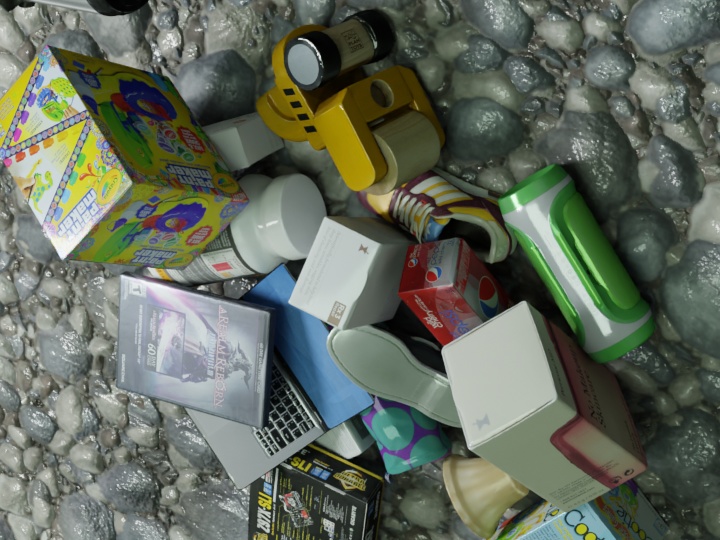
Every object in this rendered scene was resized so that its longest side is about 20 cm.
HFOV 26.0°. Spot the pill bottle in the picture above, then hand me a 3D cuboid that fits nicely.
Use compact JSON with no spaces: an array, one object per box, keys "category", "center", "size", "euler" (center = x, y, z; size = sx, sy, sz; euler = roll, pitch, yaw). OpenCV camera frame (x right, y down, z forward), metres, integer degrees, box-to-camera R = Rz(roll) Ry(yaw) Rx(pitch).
[{"category":"pill bottle","center":[-0.144,-0.047,1.777],"size":[0.199,0.116,0.117],"euler":[-9,107,32]}]

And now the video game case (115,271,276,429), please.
[{"category":"video game case","center":[-0.191,0.090,1.783],"size":[0.199,0.019,0.144],"euler":[14,110,23]}]

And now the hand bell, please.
[{"category":"hand bell","center":[0.202,0.209,1.738],"size":[0.199,0.104,0.104],"euler":[-31,95,21]}]

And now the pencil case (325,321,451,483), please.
[{"category":"pencil case","center":[0.024,0.137,1.786],"size":[0.201,0.085,0.092],"euler":[62,168,-7]}]

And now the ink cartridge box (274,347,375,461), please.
[{"category":"ink cartridge box","center":[-0.089,0.168,1.894],"size":[0.200,0.057,0.163],"euler":[-27,97,49]}]

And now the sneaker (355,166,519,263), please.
[{"category":"sneaker","center":[0.075,-0.062,1.667],"size":[0.199,0.090,0.075],"euler":[16,118,21]}]

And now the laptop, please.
[{"category":"laptop","center":[-0.113,0.124,1.770],"size":[0.199,0.116,0.188],"euler":[-34,88,1]}]

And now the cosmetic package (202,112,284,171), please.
[{"category":"cosmetic package","center":[-0.194,-0.133,1.788],"size":[0.199,0.083,0.051],"euler":[-11,106,31]}]

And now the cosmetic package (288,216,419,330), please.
[{"category":"cosmetic package","center":[0.000,0.000,1.655],"size":[0.074,0.200,0.102],"euler":[26,97,15]}]

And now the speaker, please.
[{"category":"speaker","center":[0.224,-0.007,1.613],"size":[0.088,0.088,0.201],"euler":[-28,96,34]}]

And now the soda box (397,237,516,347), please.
[{"category":"soda box","center":[0.119,0.049,1.650],"size":[0.070,0.064,0.200],"euler":[-9,140,31]}]

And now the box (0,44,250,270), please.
[{"category":"box","center":[-0.258,-0.114,1.656],"size":[0.122,0.200,0.193],"euler":[-43,67,22]}]

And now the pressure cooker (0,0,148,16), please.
[{"category":"pressure cooker","center":[-0.328,-0.372,1.700],"size":[0.199,0.176,0.180],"euler":[15,121,23]}]

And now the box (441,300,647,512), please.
[{"category":"box","center":[0.190,0.142,1.602],"size":[0.109,0.128,0.200],"euler":[-31,139,20]}]

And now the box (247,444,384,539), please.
[{"category":"box","center":[-0.057,0.298,1.894],"size":[0.159,0.049,0.201],"euler":[24,135,19]}]

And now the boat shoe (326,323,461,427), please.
[{"category":"boat shoe","center":[0.049,0.106,1.717],"size":[0.200,0.060,0.076],"euler":[34,113,-18]}]

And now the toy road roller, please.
[{"category":"toy road roller","center":[-0.021,-0.168,1.660],"size":[0.146,0.123,0.201],"euler":[-29,91,47]}]

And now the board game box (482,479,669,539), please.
[{"category":"board game box","center":[0.226,0.313,1.742],"size":[0.200,0.103,0.105],"euler":[-37,91,35]}]
